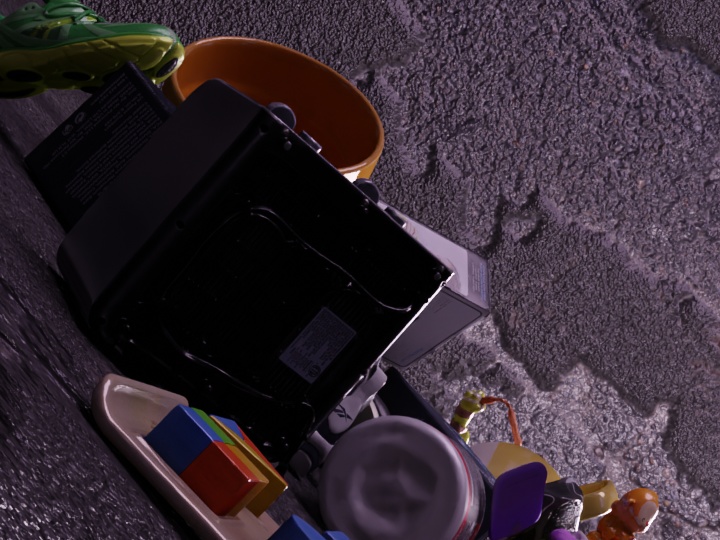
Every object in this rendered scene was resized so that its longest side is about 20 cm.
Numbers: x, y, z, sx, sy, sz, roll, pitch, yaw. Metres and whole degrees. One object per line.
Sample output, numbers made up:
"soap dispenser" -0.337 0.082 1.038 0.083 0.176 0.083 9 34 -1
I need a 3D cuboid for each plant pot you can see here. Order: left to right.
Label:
"plant pot" -0.103 -0.079 1.816 0.200 0.184 0.200 17 34 -12

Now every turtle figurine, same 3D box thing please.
"turtle figurine" 0.065 0.195 2.035 0.161 0.201 0.064 27 28 22

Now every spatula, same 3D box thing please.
"spatula" 0.104 0.226 1.593 0.021 0.056 0.200 49 -41 31

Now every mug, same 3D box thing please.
"mug" 0.131 0.229 1.909 0.149 0.187 0.153 44 8 9

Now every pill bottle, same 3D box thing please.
"pill bottle" 0.037 0.173 1.541 0.111 0.111 0.200 49 1 13

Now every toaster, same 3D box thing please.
"toaster" -0.072 0.008 1.258 0.181 0.200 0.119 39 3 -31

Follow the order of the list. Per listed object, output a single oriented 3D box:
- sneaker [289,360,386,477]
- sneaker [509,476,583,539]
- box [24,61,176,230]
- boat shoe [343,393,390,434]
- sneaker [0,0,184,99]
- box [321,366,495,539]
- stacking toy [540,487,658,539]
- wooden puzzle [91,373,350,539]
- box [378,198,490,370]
"sneaker" -0.042 0.064 1.614 0.080 0.129 0.199 50 0 -30
"sneaker" 0.153 0.258 1.641 0.086 0.080 0.200 45 -41 39
"box" -0.125 -0.020 1.518 0.197 0.117 0.200 47 1 -43
"boat shoe" -0.022 0.103 1.687 0.063 0.074 0.201 11 10 -31
"sneaker" -0.228 -0.183 1.579 0.199 0.084 0.074 2 -22 28
"box" 0.068 0.207 1.753 0.200 0.107 0.148 49 1 40
"stacking toy" 0.154 0.239 1.551 0.110 0.200 0.116 49 0 40
"wooden puzzle" -0.049 0.134 1.064 0.200 0.046 0.185 50 1 11
"box" 0.000 0.000 1.703 0.200 0.117 0.060 28 44 -29
